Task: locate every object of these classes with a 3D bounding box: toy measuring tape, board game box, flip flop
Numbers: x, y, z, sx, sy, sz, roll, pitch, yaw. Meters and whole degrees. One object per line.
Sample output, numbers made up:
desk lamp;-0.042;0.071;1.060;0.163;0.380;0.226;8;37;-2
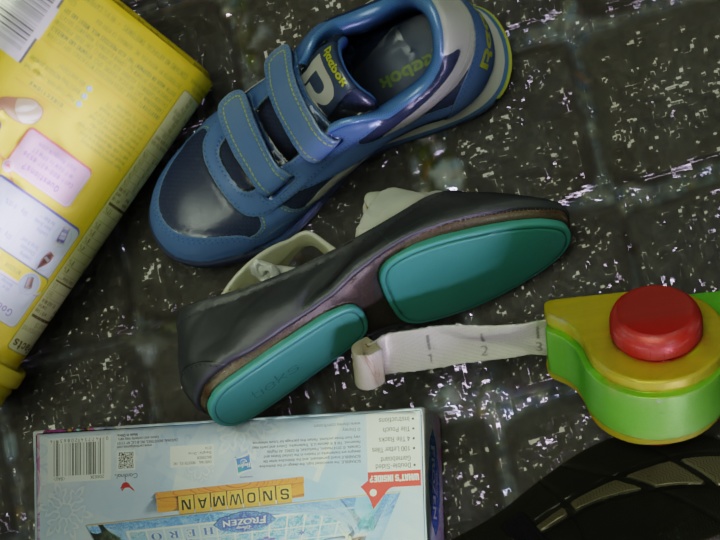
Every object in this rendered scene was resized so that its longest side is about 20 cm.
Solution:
toy measuring tape;0.096;0.048;0.921;0.198;0.074;0.074;-6;78;2
board game box;-0.057;0.171;0.969;0.198;0.041;0.202;-4;79;15
flip flop;0.098;0.137;0.918;0.199;0.058;0.081;-29;40;-9

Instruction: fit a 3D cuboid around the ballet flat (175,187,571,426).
ballet flat;0.000;0.000;0.966;0.199;0.073;0.073;-27;74;-3

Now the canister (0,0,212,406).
canister;-0.180;-0.051;0.991;0.201;0.148;0.086;-55;38;-3

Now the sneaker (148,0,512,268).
sneaker;-0.025;-0.074;0.984;0.199;0.082;0.074;-34;74;9
